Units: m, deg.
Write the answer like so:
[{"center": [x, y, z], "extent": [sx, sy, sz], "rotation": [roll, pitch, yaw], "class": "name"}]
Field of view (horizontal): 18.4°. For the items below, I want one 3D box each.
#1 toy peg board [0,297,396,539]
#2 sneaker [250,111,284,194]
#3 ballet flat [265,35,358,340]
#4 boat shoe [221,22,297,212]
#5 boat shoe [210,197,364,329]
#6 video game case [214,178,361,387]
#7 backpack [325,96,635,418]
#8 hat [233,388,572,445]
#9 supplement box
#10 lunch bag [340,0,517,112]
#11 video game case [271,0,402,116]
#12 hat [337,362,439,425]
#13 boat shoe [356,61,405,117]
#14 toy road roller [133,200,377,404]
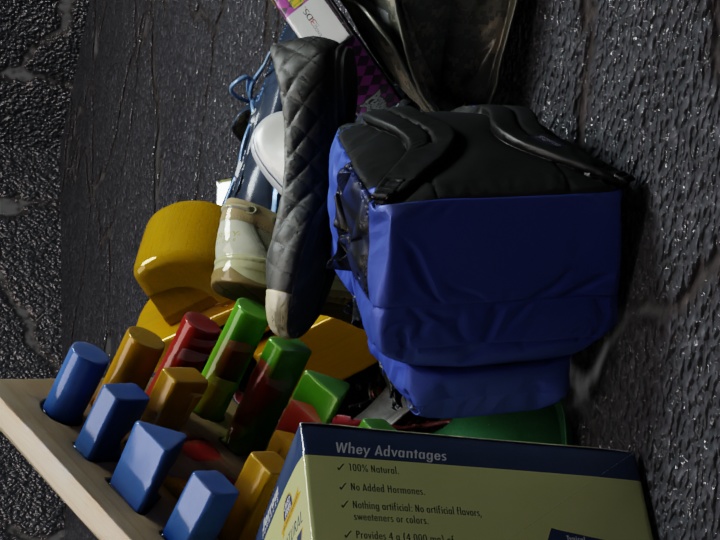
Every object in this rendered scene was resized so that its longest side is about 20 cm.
[{"center": [-0.090, 0.097, 1.357], "extent": [0.200, 0.198, 0.098], "rotation": [41, 113, 34], "class": "toy peg board"}, {"center": [0.003, -0.065, 1.552], "extent": [0.073, 0.199, 0.071], "rotation": [-53, -25, -15], "class": "sneaker"}, {"center": [-0.039, -0.053, 1.424], "extent": [0.066, 0.056, 0.202], "rotation": [47, -132, -66], "class": "ballet flat"}, {"center": [-0.073, -0.114, 1.731], "extent": [0.084, 0.068, 0.201], "rotation": [59, -143, -46], "class": "boat shoe"}, {"center": [-0.002, 0.000, 1.483], "extent": [0.073, 0.199, 0.064], "rotation": [147, 130, -67], "class": "boat shoe"}, {"center": [-0.037, 0.015, 1.728], "extent": [0.025, 0.180, 0.202], "rotation": [27, -120, -57], "class": "video game case"}, {"center": [0.054, -0.014, 1.344], "extent": [0.200, 0.161, 0.169], "rotation": [-120, 34, -65], "class": "backpack"}, {"center": [0.019, 0.133, 1.392], "extent": [0.200, 0.175, 0.167], "rotation": [130, 144, -67], "class": "hat"}, {"center": [0.053, 0.207, 1.190], "extent": [0.135, 0.198, 0.201], "rotation": [112, 159, -46], "class": "supplement box"}, {"center": [0.047, -0.205, 1.536], "extent": [0.164, 0.117, 0.202], "rotation": [-125, 35, -72], "class": "lunch bag"}, {"center": [-0.032, -0.180, 1.584], "extent": [0.182, 0.036, 0.200], "rotation": [55, -177, 25], "class": "video game case"}, {"center": [0.000, 0.104, 1.612], "extent": [0.081, 0.200, 0.201], "rotation": [53, -173, -28], "class": "hat"}, {"center": [-0.008, -0.136, 1.834], "extent": [0.200, 0.070, 0.092], "rotation": [-134, 51, -63], "class": "boat shoe"}, {"center": [-0.073, 0.012, 1.587], "extent": [0.146, 0.199, 0.123], "rotation": [56, -160, -26], "class": "toy road roller"}]
